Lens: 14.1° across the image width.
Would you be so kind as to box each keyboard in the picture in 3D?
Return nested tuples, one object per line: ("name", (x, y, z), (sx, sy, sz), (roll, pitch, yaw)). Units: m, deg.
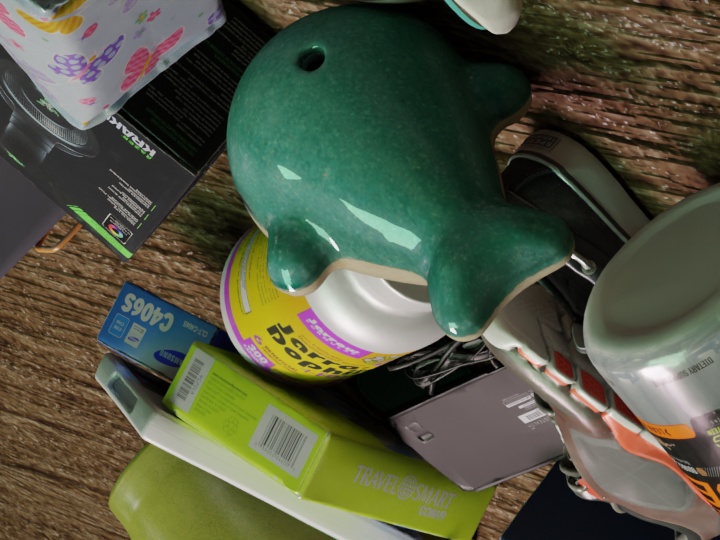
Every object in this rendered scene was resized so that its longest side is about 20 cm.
("keyboard", (0.096, 0.056, 1.595), (0.104, 0.040, 0.200), (41, 137, -23))

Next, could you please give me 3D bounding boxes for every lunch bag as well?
("lunch bag", (-0.164, -0.194, 1.410), (0.200, 0.127, 0.170), (46, 169, 15))

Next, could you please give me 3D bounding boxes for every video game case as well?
("video game case", (-0.059, 0.118, 1.767), (0.199, 0.023, 0.182), (28, -178, -17))

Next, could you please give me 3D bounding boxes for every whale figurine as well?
("whale figurine", (0.014, -0.052, 1.386), (0.200, 0.159, 0.104), (46, 172, 43))

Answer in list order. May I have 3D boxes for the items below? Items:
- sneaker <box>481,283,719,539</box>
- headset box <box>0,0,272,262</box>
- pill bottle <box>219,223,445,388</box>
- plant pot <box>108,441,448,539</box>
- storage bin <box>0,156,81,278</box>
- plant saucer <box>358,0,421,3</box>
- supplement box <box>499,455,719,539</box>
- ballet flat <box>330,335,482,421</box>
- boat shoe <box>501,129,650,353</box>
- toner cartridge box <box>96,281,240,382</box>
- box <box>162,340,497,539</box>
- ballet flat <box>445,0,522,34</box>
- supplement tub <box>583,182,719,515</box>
("sneaker", (0.125, 0.087, 1.510), (0.200, 0.077, 0.082), (38, 121, -19))
("headset box", (-0.151, -0.112, 1.616), (0.174, 0.093, 0.200), (41, 159, -4))
("pill bottle", (0.000, 0.000, 1.582), (0.104, 0.104, 0.200), (42, 158, -8))
("plant pot", (-0.062, 0.183, 1.955), (0.193, 0.200, 0.201), (46, 160, 13))
("storage bin", (-0.258, -0.049, 1.856), (0.146, 0.134, 0.200), (50, 157, -25))
("plant saucer", (-0.031, -0.192, 1.355), (0.200, 0.032, 0.200), (34, 157, 16))
("supplement box", (0.170, 0.187, 1.675), (0.109, 0.110, 0.200), (25, 154, 31))
("ballet flat", (0.014, 0.053, 1.735), (0.200, 0.069, 0.063), (31, 172, 38))
("boat shoe", (0.136, 0.021, 1.457), (0.200, 0.068, 0.072), (47, 157, -19))
("toner cartridge box", (-0.063, 0.073, 1.811), (0.095, 0.043, 0.200), (23, 174, 44))
("box", (-0.010, 0.105, 1.706), (0.122, 0.048, 0.200), (31, -175, 37))
("ballet flat", (0.027, -0.184, 1.238), (0.200, 0.070, 0.069), (51, 156, -26))
("supplement tub", (0.204, 0.064, 1.359), (0.200, 0.123, 0.122), (48, 157, -23))
